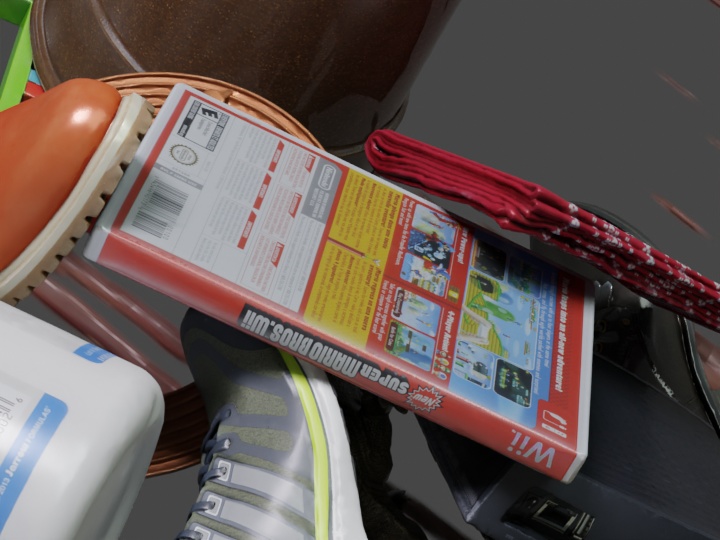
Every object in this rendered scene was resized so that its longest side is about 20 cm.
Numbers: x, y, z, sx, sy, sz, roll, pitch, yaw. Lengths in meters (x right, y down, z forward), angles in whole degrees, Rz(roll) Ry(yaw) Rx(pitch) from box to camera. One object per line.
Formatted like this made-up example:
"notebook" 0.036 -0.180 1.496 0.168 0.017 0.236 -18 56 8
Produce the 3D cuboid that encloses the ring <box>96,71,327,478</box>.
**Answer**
"ring" -0.100 -0.005 0.834 0.200 0.019 0.201 -3 61 5

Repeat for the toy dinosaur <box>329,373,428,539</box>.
"toy dinosaur" -0.016 0.062 0.871 0.077 0.102 0.200 -6 44 -18

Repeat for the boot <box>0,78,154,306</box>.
"boot" -0.169 -0.035 0.740 0.107 0.200 0.075 46 39 -25

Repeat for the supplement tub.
"supplement tub" -0.183 0.056 0.694 0.200 0.132 0.132 25 41 5

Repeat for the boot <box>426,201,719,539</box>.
"boot" 0.098 0.057 0.962 0.174 0.069 0.200 -11 62 -41

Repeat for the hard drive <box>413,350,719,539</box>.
"hard drive" 0.104 0.084 0.833 0.200 0.042 0.135 27 24 -36

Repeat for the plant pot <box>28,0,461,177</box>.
"plant pot" -0.031 -0.156 0.939 0.200 0.198 0.201 20 42 -20

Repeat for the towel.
"towel" 0.107 -0.006 0.879 0.200 0.023 0.145 26 2 -31

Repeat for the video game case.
"video game case" 0.000 0.000 0.772 0.200 0.017 0.143 25 27 -5

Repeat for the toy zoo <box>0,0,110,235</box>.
"toy zoo" -0.118 -0.067 0.961 0.200 0.020 0.131 23 42 -16

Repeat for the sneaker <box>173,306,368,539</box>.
"sneaker" -0.042 0.096 0.719 0.081 0.074 0.200 -8 57 -17
